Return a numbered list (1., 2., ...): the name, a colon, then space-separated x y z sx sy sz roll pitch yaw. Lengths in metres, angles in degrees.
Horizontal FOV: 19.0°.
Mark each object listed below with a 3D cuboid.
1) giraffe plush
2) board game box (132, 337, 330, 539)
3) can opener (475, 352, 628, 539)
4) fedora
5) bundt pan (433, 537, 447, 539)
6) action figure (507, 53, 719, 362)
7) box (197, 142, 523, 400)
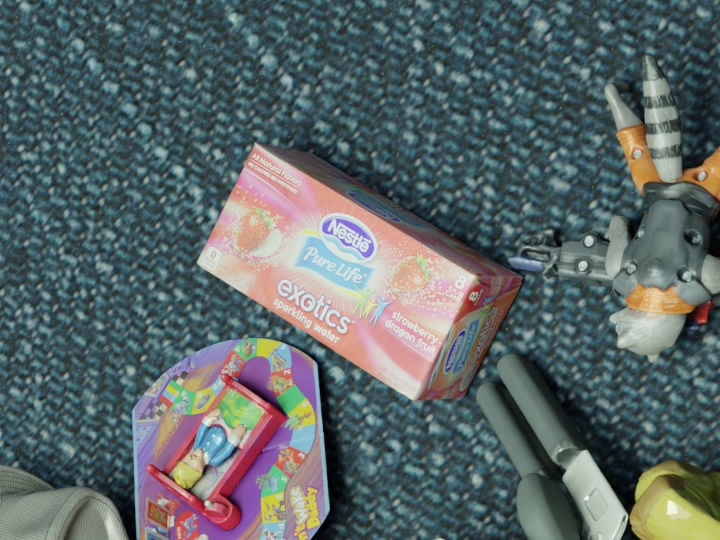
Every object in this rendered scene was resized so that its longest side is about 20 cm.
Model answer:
1. giraffe plush: 0.227 0.240 1.368 0.200 0.172 0.163 42 106 36
2. board game box: -0.105 0.133 1.559 0.157 0.039 0.201 -17 58 19
3. can opener: 0.122 0.123 1.433 0.053 0.066 0.200 -52 31 18
4. fedora: -0.220 0.224 1.545 0.090 0.177 0.201 -23 42 35
5. bundt pan: 0.080 0.269 1.361 0.200 0.076 0.204 -2 85 28
6. action figure: 0.184 -0.037 1.437 0.198 0.104 0.195 -1 79 23
7. box: 0.000 0.000 1.525 0.199 0.095 0.103 32 101 23
